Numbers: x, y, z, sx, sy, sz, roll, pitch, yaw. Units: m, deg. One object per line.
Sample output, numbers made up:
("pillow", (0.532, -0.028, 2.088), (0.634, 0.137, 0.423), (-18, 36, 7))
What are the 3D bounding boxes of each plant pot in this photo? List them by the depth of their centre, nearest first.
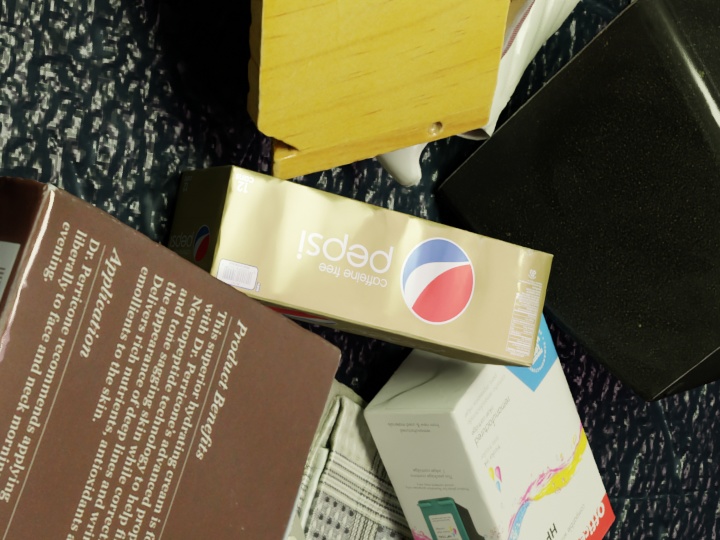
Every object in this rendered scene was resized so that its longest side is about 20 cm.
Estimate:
("plant pot", (0.205, -0.040, 1.204), (0.199, 0.200, 0.178), (-12, 66, -47))

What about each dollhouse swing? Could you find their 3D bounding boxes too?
("dollhouse swing", (-0.002, -0.194, 1.052), (0.180, 0.176, 0.201), (-16, 140, -20))

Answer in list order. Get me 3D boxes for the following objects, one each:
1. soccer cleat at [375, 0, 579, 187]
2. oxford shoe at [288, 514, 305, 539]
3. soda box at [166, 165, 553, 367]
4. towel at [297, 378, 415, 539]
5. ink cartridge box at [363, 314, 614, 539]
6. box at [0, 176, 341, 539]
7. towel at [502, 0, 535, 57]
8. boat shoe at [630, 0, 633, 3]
("soccer cleat", (0.069, -0.120, 1.183), (0.199, 0.069, 0.078), (-36, 100, -32))
("oxford shoe", (-0.060, 0.126, 1.067), (0.075, 0.058, 0.202), (-13, 93, -32))
("soda box", (0.000, 0.000, 1.078), (0.198, 0.068, 0.065), (15, 83, -27))
("towel", (-0.001, 0.180, 1.176), (0.200, 0.034, 0.194), (36, 69, -44))
("ink cartridge box", (0.086, 0.133, 1.207), (0.116, 0.067, 0.201), (-48, 125, -44))
("box", (-0.147, 0.069, 0.897), (0.200, 0.163, 0.167), (33, 70, -46))
("towel", (0.076, -0.230, 1.104), (0.030, 0.147, 0.202), (0, 71, -8))
("boat shoe", (0.221, -0.197, 1.351), (0.070, 0.063, 0.202), (7, 90, -48))
